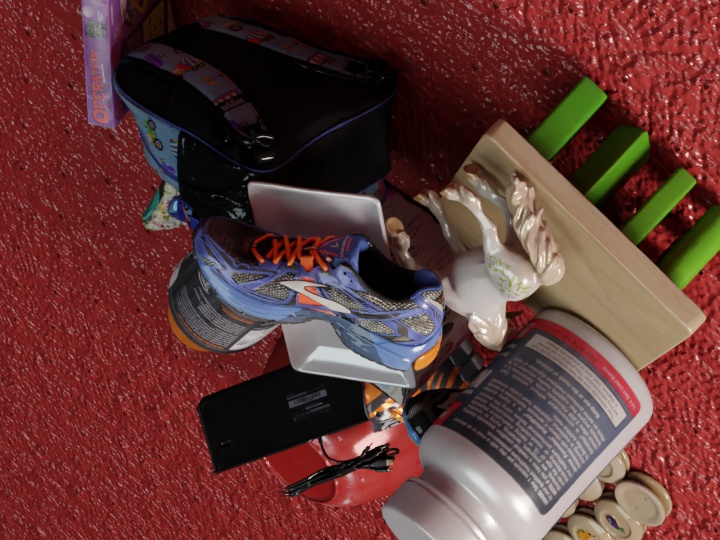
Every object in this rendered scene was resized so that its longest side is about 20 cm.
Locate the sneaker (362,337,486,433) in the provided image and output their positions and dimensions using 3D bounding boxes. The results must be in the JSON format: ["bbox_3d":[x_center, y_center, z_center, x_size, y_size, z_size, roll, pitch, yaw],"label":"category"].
[{"bbox_3d":[0.069,0.122,1.749,0.200,0.112,0.078,56,178,6],"label":"sneaker"}]

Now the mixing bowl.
[{"bbox_3d":[-0.027,0.146,1.915,0.200,0.108,0.201,30,145,24],"label":"mixing bowl"}]

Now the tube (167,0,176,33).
[{"bbox_3d":[-0.183,-0.215,1.760,0.058,0.052,0.201,-9,126,3],"label":"tube"}]

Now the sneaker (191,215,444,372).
[{"bbox_3d":[-0.026,-0.001,1.501,0.199,0.075,0.079,19,131,-4],"label":"sneaker"}]

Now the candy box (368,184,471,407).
[{"bbox_3d":[0.000,0.000,1.697,0.200,0.136,0.061,35,148,18],"label":"candy box"}]

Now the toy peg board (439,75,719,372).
[{"bbox_3d":[0.173,-0.034,1.524,0.200,0.098,0.199,45,164,4],"label":"toy peg board"}]

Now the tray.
[{"bbox_3d":[-0.017,0.008,1.565,0.107,0.022,0.201,9,136,21],"label":"tray"}]

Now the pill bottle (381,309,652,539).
[{"bbox_3d":[0.114,0.137,1.548,0.119,0.200,0.120,40,163,15],"label":"pill bottle"}]

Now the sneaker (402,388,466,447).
[{"bbox_3d":[0.124,0.109,1.658,0.083,0.199,0.071,115,145,-43],"label":"sneaker"}]

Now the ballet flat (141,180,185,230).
[{"bbox_3d":[-0.146,-0.078,1.844,0.064,0.076,0.200,30,151,-4],"label":"ballet flat"}]

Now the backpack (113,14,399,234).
[{"bbox_3d":[-0.093,-0.113,1.635,0.200,0.182,0.135,29,136,30],"label":"backpack"}]

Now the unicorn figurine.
[{"bbox_3d":[0.087,-0.003,1.505,0.138,0.074,0.200,52,165,-8],"label":"unicorn figurine"}]

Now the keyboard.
[{"bbox_3d":[-0.039,0.138,1.826,0.021,0.199,0.128,61,-170,-64],"label":"keyboard"}]

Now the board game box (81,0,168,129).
[{"bbox_3d":[-0.188,-0.228,1.645,0.032,0.120,0.201,10,127,10],"label":"board game box"}]

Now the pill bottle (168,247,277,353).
[{"bbox_3d":[-0.109,0.011,1.861,0.106,0.106,0.200,47,148,-2],"label":"pill bottle"}]

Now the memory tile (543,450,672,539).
[{"bbox_3d":[0.179,0.190,1.811,0.153,0.017,0.200,45,147,2],"label":"memory tile"}]
